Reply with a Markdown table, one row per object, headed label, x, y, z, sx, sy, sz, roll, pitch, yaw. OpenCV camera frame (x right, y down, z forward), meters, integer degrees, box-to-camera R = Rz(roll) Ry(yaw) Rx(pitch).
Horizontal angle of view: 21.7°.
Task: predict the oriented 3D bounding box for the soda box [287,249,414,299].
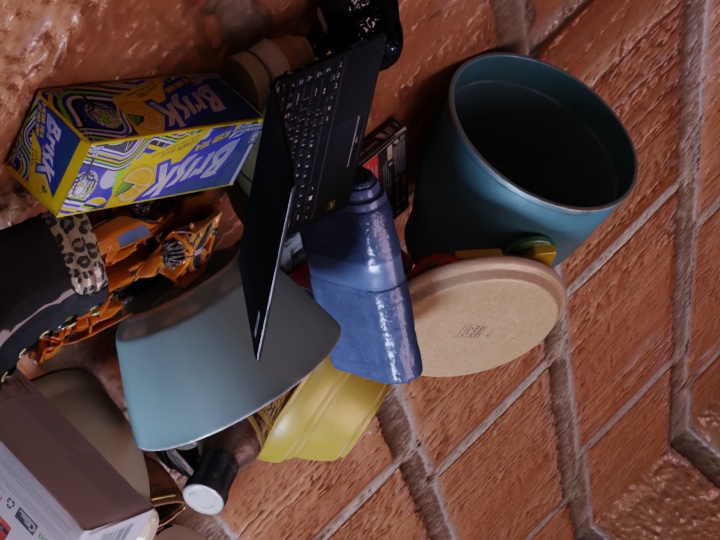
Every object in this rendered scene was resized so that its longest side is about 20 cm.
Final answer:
| label | x | y | z | sx | sy | sz | roll | pitch | yaw |
| --- | --- | --- | --- | --- | --- | --- | --- | --- | --- |
| soda box | -0.044 | 0.037 | 1.769 | 0.199 | 0.063 | 0.070 | -32 | 155 | -30 |

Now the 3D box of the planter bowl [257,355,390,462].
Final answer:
| label | x | y | z | sx | sy | sz | roll | pitch | yaw |
| --- | --- | --- | --- | --- | --- | --- | --- | --- | --- |
| planter bowl | -0.026 | 0.127 | 1.884 | 0.201 | 0.083 | 0.200 | -57 | 180 | 1 |

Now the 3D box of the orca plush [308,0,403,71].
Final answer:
| label | x | y | z | sx | sy | sz | roll | pitch | yaw |
| --- | --- | --- | --- | --- | --- | --- | --- | --- | --- |
| orca plush | 0.016 | -0.211 | 1.510 | 0.105 | 0.071 | 0.201 | -37 | 156 | -24 |

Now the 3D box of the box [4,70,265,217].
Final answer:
| label | x | y | z | sx | sy | sz | roll | pitch | yaw |
| --- | --- | --- | --- | --- | --- | --- | --- | --- | --- |
| box | -0.161 | -0.096 | 1.387 | 0.199 | 0.064 | 0.070 | -16 | 142 | -54 |

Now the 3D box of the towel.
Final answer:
| label | x | y | z | sx | sy | sz | roll | pitch | yaw |
| --- | --- | --- | --- | --- | --- | --- | --- | --- | --- |
| towel | 0.000 | 0.000 | 1.663 | 0.048 | 0.111 | 0.201 | -28 | 118 | -33 |

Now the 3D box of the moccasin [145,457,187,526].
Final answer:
| label | x | y | z | sx | sy | sz | roll | pitch | yaw |
| --- | --- | --- | --- | --- | --- | --- | --- | --- | --- |
| moccasin | -0.251 | 0.255 | 1.786 | 0.201 | 0.078 | 0.074 | -26 | 150 | -42 |

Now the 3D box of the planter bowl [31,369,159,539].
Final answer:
| label | x | y | z | sx | sy | sz | roll | pitch | yaw |
| --- | --- | --- | --- | --- | --- | --- | --- | --- | --- |
| planter bowl | -0.258 | 0.205 | 1.616 | 0.200 | 0.135 | 0.201 | -39 | 157 | -20 |

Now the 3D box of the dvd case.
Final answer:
| label | x | y | z | sx | sy | sz | roll | pitch | yaw |
| --- | --- | --- | --- | --- | --- | --- | --- | --- | --- |
| dvd case | -0.032 | -0.042 | 1.771 | 0.200 | 0.022 | 0.146 | -41 | 157 | -18 |

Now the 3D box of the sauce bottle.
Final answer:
| label | x | y | z | sx | sy | sz | roll | pitch | yaw |
| --- | --- | --- | --- | --- | --- | --- | --- | --- | --- |
| sauce bottle | -0.114 | 0.143 | 1.760 | 0.065 | 0.064 | 0.201 | 108 | 3 | -46 |

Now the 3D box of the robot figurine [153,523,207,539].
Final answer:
| label | x | y | z | sx | sy | sz | roll | pitch | yaw |
| --- | --- | --- | --- | --- | --- | --- | --- | --- | --- |
| robot figurine | -0.226 | 0.355 | 1.948 | 0.200 | 0.150 | 0.125 | -48 | 121 | 2 |

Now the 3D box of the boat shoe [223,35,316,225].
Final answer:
| label | x | y | z | sx | sy | sz | roll | pitch | yaw |
| --- | --- | --- | --- | --- | --- | --- | --- | --- | --- |
| boat shoe | -0.068 | -0.106 | 1.526 | 0.068 | 0.075 | 0.201 | -29 | 152 | -25 |

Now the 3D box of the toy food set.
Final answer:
| label | x | y | z | sx | sy | sz | roll | pitch | yaw |
| --- | --- | --- | --- | --- | --- | --- | --- | --- | --- |
| toy food set | 0.101 | 0.039 | 1.767 | 0.196 | 0.049 | 0.201 | -4 | 146 | -14 |

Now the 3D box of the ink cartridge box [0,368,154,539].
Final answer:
| label | x | y | z | sx | sy | sz | roll | pitch | yaw |
| --- | --- | --- | --- | --- | --- | --- | --- | --- | --- |
| ink cartridge box | -0.284 | 0.189 | 1.452 | 0.084 | 0.200 | 0.176 | -10 | 138 | -57 |

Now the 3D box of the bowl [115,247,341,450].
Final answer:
| label | x | y | z | sx | sy | sz | roll | pitch | yaw |
| --- | --- | --- | --- | --- | --- | --- | --- | --- | --- |
| bowl | -0.126 | 0.053 | 1.582 | 0.200 | 0.106 | 0.201 | -26 | -167 | 7 |

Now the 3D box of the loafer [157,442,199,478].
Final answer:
| label | x | y | z | sx | sy | sz | roll | pitch | yaw |
| --- | --- | --- | --- | --- | --- | --- | --- | --- | --- |
| loafer | -0.162 | 0.149 | 1.792 | 0.072 | 0.063 | 0.200 | -41 | 157 | -17 |

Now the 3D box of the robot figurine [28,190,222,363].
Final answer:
| label | x | y | z | sx | sy | sz | roll | pitch | yaw |
| --- | --- | --- | --- | --- | --- | --- | --- | --- | --- |
| robot figurine | -0.188 | -0.008 | 1.489 | 0.199 | 0.058 | 0.146 | -29 | 153 | -37 |

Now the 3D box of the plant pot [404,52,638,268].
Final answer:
| label | x | y | z | sx | sy | sz | roll | pitch | yaw |
| --- | --- | --- | --- | --- | --- | --- | --- | --- | --- |
| plant pot | 0.136 | -0.074 | 1.819 | 0.199 | 0.200 | 0.188 | -25 | 157 | -43 |

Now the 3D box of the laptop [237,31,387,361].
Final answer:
| label | x | y | z | sx | sy | sz | roll | pitch | yaw |
| --- | --- | --- | --- | --- | --- | --- | --- | --- | --- |
| laptop | -0.030 | -0.061 | 1.455 | 0.199 | 0.103 | 0.178 | -28 | 145 | -40 |

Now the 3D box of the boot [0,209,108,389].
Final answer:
| label | x | y | z | sx | sy | sz | roll | pitch | yaw |
| --- | --- | --- | --- | --- | --- | --- | --- | --- | --- |
| boot | -0.247 | 0.059 | 1.349 | 0.153 | 0.073 | 0.205 | -23 | 114 | -28 |
